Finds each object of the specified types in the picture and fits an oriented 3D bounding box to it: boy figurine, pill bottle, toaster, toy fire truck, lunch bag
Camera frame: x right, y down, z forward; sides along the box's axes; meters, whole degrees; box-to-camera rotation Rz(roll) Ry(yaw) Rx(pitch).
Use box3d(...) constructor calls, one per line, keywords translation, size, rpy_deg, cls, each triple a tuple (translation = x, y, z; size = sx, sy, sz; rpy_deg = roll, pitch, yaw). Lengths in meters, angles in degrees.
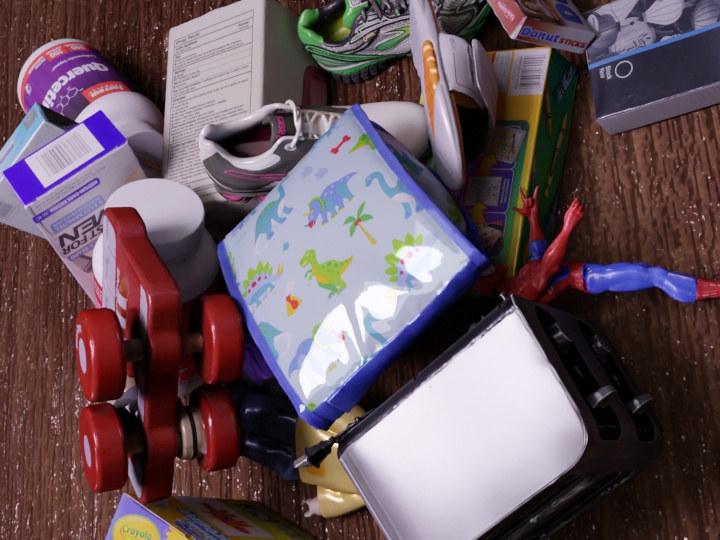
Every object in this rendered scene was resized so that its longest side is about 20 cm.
box3d(translation=(-0.026, 0.160, 0.829), size=(0.199, 0.064, 0.125), rpy_deg=(16, 116, 22), cls="boy figurine")
box3d(translation=(-0.290, -0.168, 1.094), size=(0.200, 0.112, 0.113), rpy_deg=(42, 102, 36), cls="pill bottle")
box3d(translation=(0.095, 0.122, 0.691), size=(0.200, 0.181, 0.119), rpy_deg=(-42, 62, 18), cls="toaster")
box3d(translation=(-0.170, 0.069, 0.775), size=(0.168, 0.112, 0.201), rpy_deg=(-131, 41, -51), cls="toy fire truck")
box3d(translation=(-0.187, 0.019, 0.909), size=(0.112, 0.112, 0.200), rpy_deg=(50, 147, 34), cls="pill bottle")
box3d(translation=(0.000, 0.000, 0.729), size=(0.170, 0.127, 0.200), rpy_deg=(-46, 31, 12), cls="lunch bag")

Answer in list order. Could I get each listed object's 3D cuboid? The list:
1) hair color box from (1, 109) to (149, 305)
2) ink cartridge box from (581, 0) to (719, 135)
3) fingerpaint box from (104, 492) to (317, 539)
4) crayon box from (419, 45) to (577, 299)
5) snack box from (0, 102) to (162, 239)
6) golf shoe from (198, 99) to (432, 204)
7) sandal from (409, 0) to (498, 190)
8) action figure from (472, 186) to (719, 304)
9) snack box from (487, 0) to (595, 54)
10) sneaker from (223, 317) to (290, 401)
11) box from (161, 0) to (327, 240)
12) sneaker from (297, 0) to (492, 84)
box3d(translation=(-0.243, -0.043, 0.955), size=(0.109, 0.200, 0.065), rpy_deg=(-36, 55, -12), cls="hair color box")
box3d(translation=(0.269, -0.179, 0.744), size=(0.199, 0.039, 0.100), rpy_deg=(-15, 68, 31), cls="ink cartridge box")
box3d(translation=(-0.083, 0.255, 0.794), size=(0.200, 0.167, 0.074), rpy_deg=(20, 89, 37), cls="fingerpaint box")
box3d(translation=(0.102, -0.080, 0.822), size=(0.118, 0.058, 0.201), rpy_deg=(4, 80, 37), cls="crayon box")
box3d(translation=(-0.271, -0.077, 0.998), size=(0.116, 0.200, 0.037), rpy_deg=(-49, 49, 14), cls="snack box")
box3d(translation=(-0.034, -0.102, 0.811), size=(0.199, 0.088, 0.078), rpy_deg=(-12, 72, 7), cls="golf shoe")
box3d(translation=(0.077, -0.157, 0.780), size=(0.059, 0.079, 0.207), rpy_deg=(-7, 54, -1), cls="sandal")
box3d(translation=(0.177, -0.021, 0.711), size=(0.199, 0.065, 0.099), rpy_deg=(-5, 88, 16), cls="action figure")
box3d(translation=(0.123, -0.254, 0.828), size=(0.024, 0.072, 0.200), rpy_deg=(-59, 38, 39), cls="snack box")
box3d(translation=(-0.052, 0.086, 0.885), size=(0.200, 0.069, 0.100), rpy_deg=(0, 81, 42), cls="sneaker")
box3d(translation=(-0.110, -0.142, 0.960), size=(0.127, 0.109, 0.201), rpy_deg=(-10, 71, 33), cls="box")
box3d(translation=(0.031, -0.230, 0.899), size=(0.199, 0.085, 0.078), rpy_deg=(-18, 67, 30), cls="sneaker")
